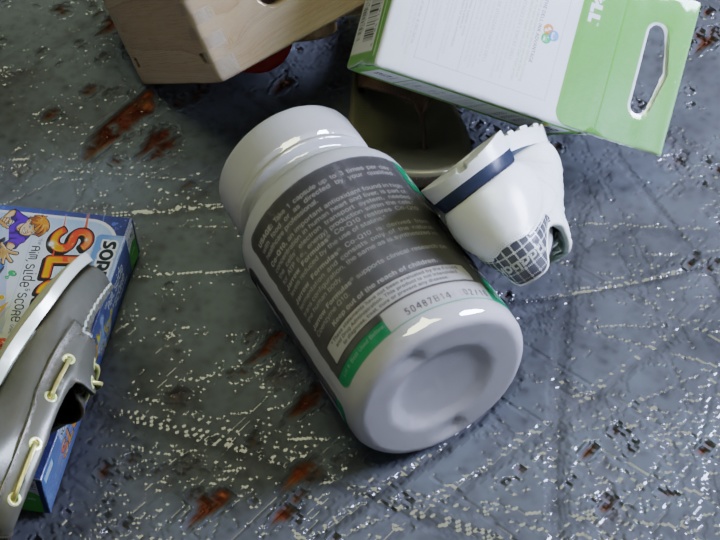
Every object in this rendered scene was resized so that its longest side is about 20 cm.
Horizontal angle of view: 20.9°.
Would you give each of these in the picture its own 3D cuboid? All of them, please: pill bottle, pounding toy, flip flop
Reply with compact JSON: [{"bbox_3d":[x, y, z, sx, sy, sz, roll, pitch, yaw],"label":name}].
[{"bbox_3d":[0.000,0.000,1.145,0.113,0.113,0.200,-23,52,-15],"label":"pill bottle"},{"bbox_3d":[-0.044,-0.193,1.283,0.200,0.143,0.184,-30,16,-19],"label":"pounding toy"},{"bbox_3d":[0.032,-0.129,1.289,0.081,0.058,0.201,-1,48,1],"label":"flip flop"}]

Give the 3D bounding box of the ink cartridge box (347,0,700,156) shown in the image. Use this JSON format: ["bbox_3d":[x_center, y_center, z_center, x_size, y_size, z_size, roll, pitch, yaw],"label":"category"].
[{"bbox_3d":[0.102,-0.147,1.218,0.199,0.059,0.104,16,88,-18],"label":"ink cartridge box"}]

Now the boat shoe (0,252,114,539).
[{"bbox_3d":[-0.181,0.069,1.086,0.060,0.072,0.202,33,42,-6],"label":"boat shoe"}]

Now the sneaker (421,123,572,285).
[{"bbox_3d":[0.091,-0.036,1.161,0.076,0.200,0.081,-40,87,17],"label":"sneaker"}]

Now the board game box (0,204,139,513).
[{"bbox_3d":[-0.223,0.046,1.173,0.135,0.035,0.201,5,50,9],"label":"board game box"}]
